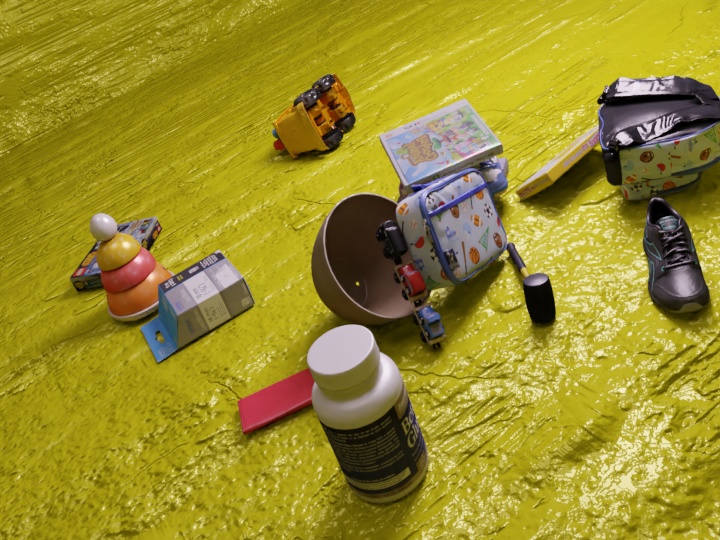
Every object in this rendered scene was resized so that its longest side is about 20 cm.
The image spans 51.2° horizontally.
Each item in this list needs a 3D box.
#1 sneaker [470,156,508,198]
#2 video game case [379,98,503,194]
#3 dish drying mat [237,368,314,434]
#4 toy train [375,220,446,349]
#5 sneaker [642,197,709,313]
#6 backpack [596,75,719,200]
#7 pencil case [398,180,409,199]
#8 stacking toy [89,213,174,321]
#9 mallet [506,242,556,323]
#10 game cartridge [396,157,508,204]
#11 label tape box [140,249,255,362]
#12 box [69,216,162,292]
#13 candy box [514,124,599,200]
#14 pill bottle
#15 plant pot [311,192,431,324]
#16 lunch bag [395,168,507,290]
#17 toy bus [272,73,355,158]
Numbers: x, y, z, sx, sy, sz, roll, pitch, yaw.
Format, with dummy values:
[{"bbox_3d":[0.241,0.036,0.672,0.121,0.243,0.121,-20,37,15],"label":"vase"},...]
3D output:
[{"bbox_3d":[0.212,-0.206,1.360,0.074,0.089,0.202,-14,36,1],"label":"sneaker"},{"bbox_3d":[0.137,-0.226,1.335,0.179,0.022,0.201,-23,37,2],"label":"video game case"},{"bbox_3d":[-0.085,0.176,1.102,0.197,0.018,0.077,-25,32,-3],"label":"dish drying mat"},{"bbox_3d":[0.076,0.019,1.100,0.034,0.203,0.046,-18,-12,-26],"label":"toy train"},{"bbox_3d":[0.425,-0.022,1.035,0.074,0.080,0.202,-12,35,13],"label":"sneaker"},{"bbox_3d":[0.488,-0.213,1.209,0.187,0.155,0.202,-13,40,26],"label":"backpack"},{"bbox_3d":[0.122,-0.198,1.409,0.084,0.085,0.202,18,40,-4],"label":"pencil case"},{"bbox_3d":[-0.451,-0.019,1.426,0.143,0.203,0.147,-14,33,10],"label":"stacking toy"},{"bbox_3d":[0.245,-0.003,1.122,0.040,0.067,0.201,-15,32,4],"label":"mallet"},{"bbox_3d":[0.175,-0.162,1.428,0.196,0.039,0.130,-4,33,26],"label":"game cartridge"},{"bbox_3d":[-0.308,0.059,1.358,0.198,0.064,0.144,-31,33,-15],"label":"label tape box"},{"bbox_3d":[-0.534,-0.038,1.653,0.134,0.040,0.202,-9,35,17],"label":"box"},{"bbox_3d":[0.367,-0.199,1.331,0.199,0.027,0.102,-39,0,-24],"label":"candy box"},{"bbox_3d":[0.006,0.168,0.888,0.109,0.203,0.112,-14,33,10],"label":"pill bottle"},{"bbox_3d":[0.000,0.000,1.177,0.201,0.200,0.134,-49,8,-37],"label":"plant pot"},{"bbox_3d":[0.141,-0.069,1.158,0.075,0.163,0.199,-15,9,41],"label":"lunch bag"},{"bbox_3d":[-0.127,-0.363,1.826,0.189,0.137,0.201,-17,26,37],"label":"toy bus"}]
